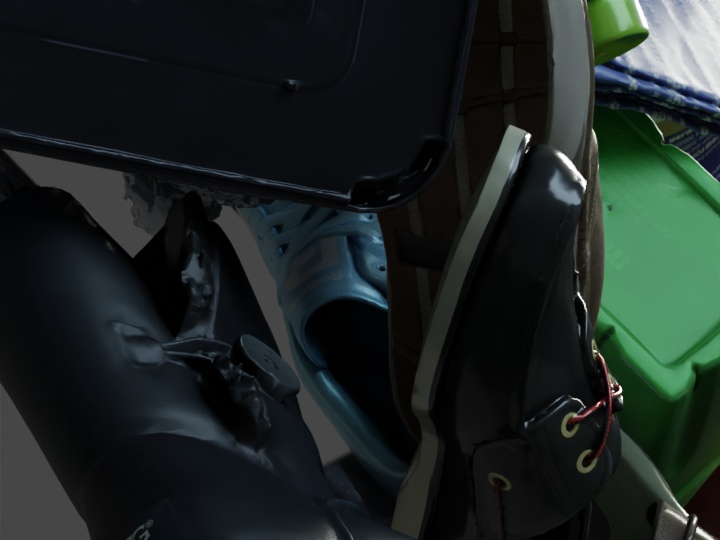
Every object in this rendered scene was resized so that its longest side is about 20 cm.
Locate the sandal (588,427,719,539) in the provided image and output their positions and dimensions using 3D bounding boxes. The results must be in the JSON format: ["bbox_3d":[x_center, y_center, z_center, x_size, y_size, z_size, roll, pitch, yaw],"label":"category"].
[{"bbox_3d":[0.092,0.108,0.891,0.057,0.080,0.201,40,2,-42],"label":"sandal"}]

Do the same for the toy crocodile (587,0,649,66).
[{"bbox_3d":[0.049,-0.091,0.895,0.200,0.061,0.068,138,-69,-79],"label":"toy crocodile"}]

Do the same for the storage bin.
[{"bbox_3d":[-0.074,-0.098,0.701,0.199,0.136,0.094,10,1,-23],"label":"storage bin"}]

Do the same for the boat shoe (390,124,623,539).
[{"bbox_3d":[0.047,0.035,0.758,0.063,0.074,0.202,19,-37,12],"label":"boat shoe"}]

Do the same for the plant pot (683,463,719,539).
[{"bbox_3d":[0.203,0.110,0.957,0.201,0.195,0.201,41,12,-11],"label":"plant pot"}]

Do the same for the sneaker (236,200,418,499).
[{"bbox_3d":[0.000,0.000,0.927,0.200,0.074,0.082,56,13,27],"label":"sneaker"}]

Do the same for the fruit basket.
[{"bbox_3d":[0.072,0.019,1.071,0.215,0.155,0.217,33,-37,30],"label":"fruit basket"}]

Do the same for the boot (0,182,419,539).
[{"bbox_3d":[-0.008,0.063,0.698,0.200,0.076,0.168,25,25,-41],"label":"boot"}]

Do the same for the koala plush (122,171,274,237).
[{"bbox_3d":[-0.059,-0.110,0.867,0.184,0.177,0.201,-39,103,-50],"label":"koala plush"}]

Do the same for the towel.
[{"bbox_3d":[0.137,-0.092,1.068,0.199,0.024,0.145,17,34,-31],"label":"towel"}]

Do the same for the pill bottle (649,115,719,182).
[{"bbox_3d":[0.113,-0.041,1.204,0.116,0.115,0.201,53,-20,40],"label":"pill bottle"}]

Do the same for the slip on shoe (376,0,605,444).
[{"bbox_3d":[0.045,-0.031,0.817,0.076,0.201,0.061,15,37,30],"label":"slip on shoe"}]
